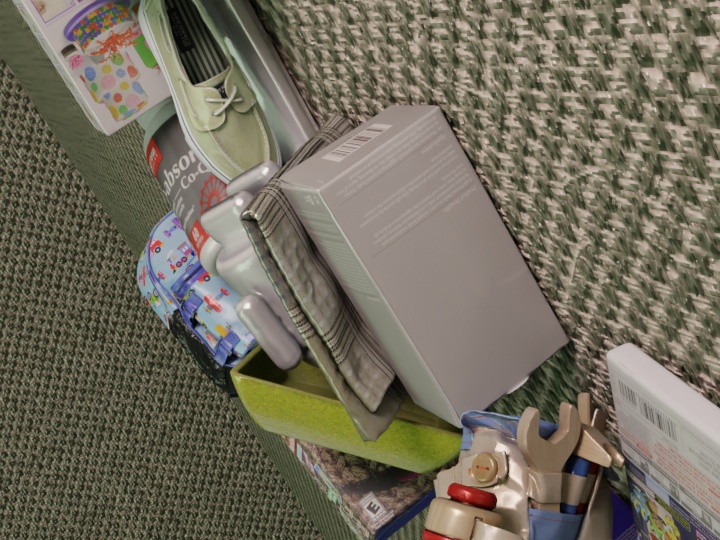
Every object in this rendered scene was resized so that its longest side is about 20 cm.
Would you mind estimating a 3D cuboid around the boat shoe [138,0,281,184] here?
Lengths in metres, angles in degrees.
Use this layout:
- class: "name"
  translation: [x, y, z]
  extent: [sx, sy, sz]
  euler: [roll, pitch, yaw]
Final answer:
- class: "boat shoe"
  translation: [-0.130, -0.154, 1.010]
  extent: [0.200, 0.072, 0.062]
  euler: [60, 167, -11]

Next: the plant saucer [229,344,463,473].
- class: "plant saucer"
  translation: [-0.002, 0.115, 1.007]
  extent: [0.200, 0.048, 0.200]
  euler: [14, -172, 4]

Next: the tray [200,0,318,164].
- class: "tray"
  translation: [-0.085, -0.170, 1.018]
  extent: [0.200, 0.022, 0.107]
  euler: [60, 165, -24]

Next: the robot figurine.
- class: "robot figurine"
  translation: [-0.040, 0.003, 0.986]
  extent: [0.200, 0.170, 0.113]
  euler: [47, 146, -18]

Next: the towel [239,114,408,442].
- class: "towel"
  translation: [0.000, 0.000, 0.885]
  extent: [0.200, 0.034, 0.193]
  euler: [62, -151, -16]

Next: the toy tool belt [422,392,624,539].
- class: "toy tool belt"
  translation: [0.108, 0.129, 0.781]
  extent: [0.125, 0.123, 0.200]
  euler: [10, 172, 32]

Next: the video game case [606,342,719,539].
- class: "video game case"
  translation: [0.218, 0.160, 0.696]
  extent: [0.200, 0.023, 0.183]
  euler: [44, 153, 59]

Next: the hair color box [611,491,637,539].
- class: "hair color box"
  translation: [0.202, 0.235, 0.954]
  extent: [0.200, 0.065, 0.109]
  euler: [40, 161, 38]

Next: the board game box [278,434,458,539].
- class: "board game box"
  translation: [0.011, 0.139, 1.150]
  extent: [0.200, 0.159, 0.097]
  euler: [49, 164, 16]

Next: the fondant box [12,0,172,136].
- class: "fondant box"
  translation: [-0.221, -0.241, 1.037]
  extent: [0.200, 0.144, 0.058]
  euler: [60, 164, -23]

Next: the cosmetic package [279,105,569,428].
- class: "cosmetic package"
  translation: [0.046, -0.004, 0.816]
  extent: [0.200, 0.107, 0.090]
  euler: [61, 164, -19]

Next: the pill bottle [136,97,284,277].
- class: "pill bottle"
  translation: [-0.138, -0.102, 1.132]
  extent: [0.200, 0.116, 0.116]
  euler: [59, 169, 21]

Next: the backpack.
- class: "backpack"
  translation: [-0.134, -0.002, 1.224]
  extent: [0.200, 0.182, 0.135]
  euler: [46, 162, 17]
